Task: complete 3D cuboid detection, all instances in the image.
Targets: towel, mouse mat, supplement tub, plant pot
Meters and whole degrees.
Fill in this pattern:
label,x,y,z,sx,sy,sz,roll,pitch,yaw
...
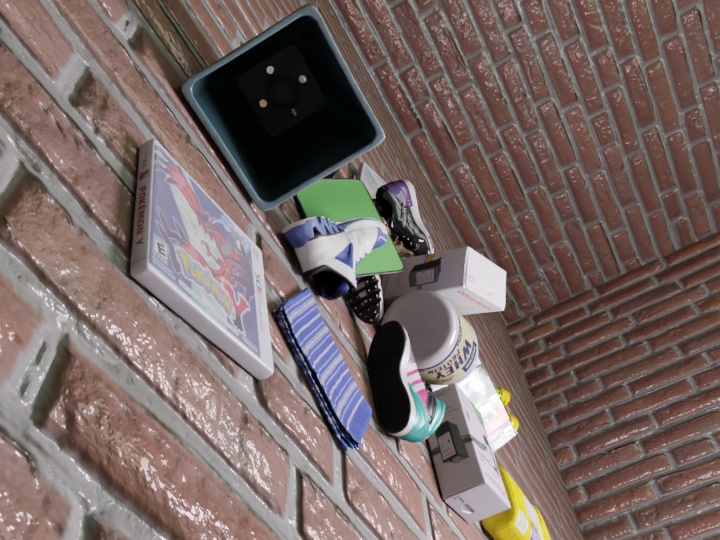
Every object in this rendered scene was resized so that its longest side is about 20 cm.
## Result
label,x,y,z,sx,sy,sz,roll,pitch,yaw
towel,-0.041,0.122,0.888,0.201,0.024,0.145,64,12,-3
mouse mat,-0.021,-0.075,1.145,0.160,0.008,0.201,-5,61,-39
supplement tub,0.136,0.132,1.280,0.200,0.144,0.146,41,26,-58
plant pot,-0.108,-0.238,0.962,0.196,0.196,0.200,58,5,-24

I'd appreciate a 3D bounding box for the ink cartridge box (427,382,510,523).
label,x,y,z,sx,sy,sz,roll,pitch,yaw
ink cartridge box,0.186,0.330,1.240,0.146,0.084,0.201,50,20,-45

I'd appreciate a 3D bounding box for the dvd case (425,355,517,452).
label,x,y,z,sx,sy,sz,roll,pitch,yaw
dvd case,0.226,0.283,1.406,0.022,0.146,0.201,-23,-86,61

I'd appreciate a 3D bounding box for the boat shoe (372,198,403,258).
label,x,y,z,sx,sy,sz,roll,pitch,yaw
boat shoe,0.057,-0.078,1.515,0.075,0.062,0.200,28,-18,52

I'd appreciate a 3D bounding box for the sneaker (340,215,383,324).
label,x,y,z,sx,sy,sz,roll,pitch,yaw
sneaker,0.000,0.000,1.173,0.090,0.066,0.201,26,38,-65

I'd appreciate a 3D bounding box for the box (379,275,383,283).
label,x,y,z,sx,sy,sz,roll,pitch,yaw
box,0.099,0.066,1.476,0.200,0.047,0.122,57,15,-25

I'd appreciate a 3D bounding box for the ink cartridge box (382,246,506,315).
label,x,y,z,sx,sy,sz,roll,pitch,yaw
ink cartridge box,0.160,0.029,1.327,0.147,0.199,0.086,27,61,-43

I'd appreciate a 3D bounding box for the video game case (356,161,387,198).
label,x,y,z,sx,sy,sz,roll,pitch,yaw
video game case,0.058,-0.159,1.649,0.182,0.022,0.200,42,26,-18

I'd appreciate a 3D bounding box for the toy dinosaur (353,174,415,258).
label,x,y,z,sx,sy,sz,roll,pitch,yaw
toy dinosaur,0.019,-0.089,1.385,0.201,0.086,0.136,59,12,2

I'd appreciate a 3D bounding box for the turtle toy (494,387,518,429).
label,x,y,z,sx,sy,sz,roll,pitch,yaw
turtle toy,0.256,0.294,1.527,0.145,0.101,0.201,27,31,-25

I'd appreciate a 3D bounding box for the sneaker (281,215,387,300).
label,x,y,z,sx,sy,sz,roll,pitch,yaw
sneaker,-0.033,-0.015,1.032,0.199,0.080,0.116,-5,78,-54

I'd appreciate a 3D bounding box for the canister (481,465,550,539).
label,x,y,z,sx,sy,sz,roll,pitch,yaw
canister,0.307,0.504,1.384,0.200,0.086,0.149,54,17,-33

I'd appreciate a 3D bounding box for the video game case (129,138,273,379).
label,x,y,z,sx,sy,sz,roll,pitch,yaw
video game case,-0.154,-0.010,0.696,0.200,0.023,0.183,51,19,-44

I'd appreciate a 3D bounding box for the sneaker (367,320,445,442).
label,x,y,z,sx,sy,sz,roll,pitch,yaw
sneaker,0.078,0.185,1.087,0.121,0.083,0.201,45,31,-42

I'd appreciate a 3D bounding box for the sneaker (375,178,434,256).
label,x,y,z,sx,sy,sz,roll,pitch,yaw
sneaker,0.085,-0.087,1.448,0.087,0.076,0.201,-20,91,-33

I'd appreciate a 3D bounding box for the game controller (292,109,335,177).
label,x,y,z,sx,sy,sz,roll,pitch,yaw
game controller,-0.102,-0.278,1.380,0.201,0.042,0.104,60,28,-17
